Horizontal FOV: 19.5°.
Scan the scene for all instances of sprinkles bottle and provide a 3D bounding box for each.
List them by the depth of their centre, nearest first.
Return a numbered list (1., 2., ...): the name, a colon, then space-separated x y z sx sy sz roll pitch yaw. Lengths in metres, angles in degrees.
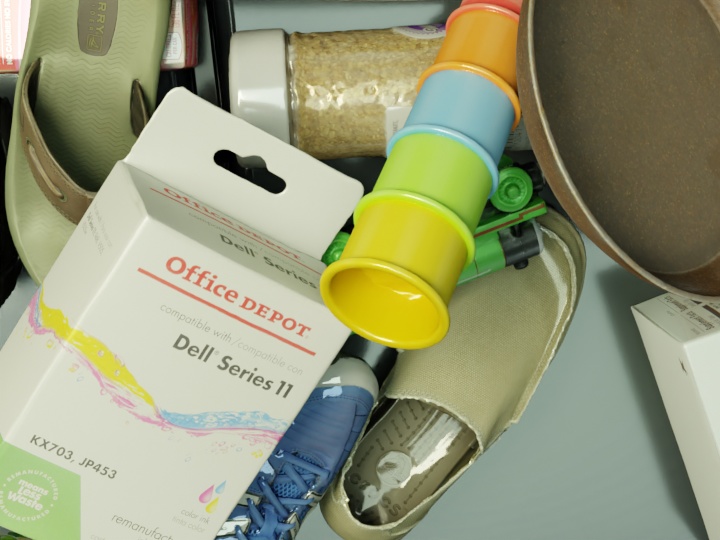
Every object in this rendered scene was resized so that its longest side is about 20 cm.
1. sprinkles bottle: 0.036 -0.089 1.031 0.199 0.068 0.069 -3 96 -1

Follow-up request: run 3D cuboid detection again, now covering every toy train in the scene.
1. toy train: 0.000 0.000 1.004 0.199 0.042 0.057 -20 109 -6

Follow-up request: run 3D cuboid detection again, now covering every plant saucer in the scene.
1. plant saucer: 0.139 -0.080 0.978 0.200 0.034 0.201 13 70 -39

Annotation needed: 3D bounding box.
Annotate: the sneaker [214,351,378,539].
1. sneaker: -0.052 0.120 1.018 0.075 0.077 0.200 18 122 -37

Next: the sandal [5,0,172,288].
1. sandal: -0.125 -0.063 0.951 0.079 0.057 0.202 2 117 -2

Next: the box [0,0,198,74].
1. box: -0.132 -0.195 1.003 0.102 0.095 0.201 -1 96 0

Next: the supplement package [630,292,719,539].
1. supplement package: 0.257 0.061 1.010 0.199 0.151 0.152 -19 96 0

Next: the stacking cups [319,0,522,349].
1. stacking cups: 0.043 -0.058 0.946 0.060 0.061 0.201 27 55 -4

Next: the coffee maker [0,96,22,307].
1. coffee maker: -0.270 -0.024 0.996 0.199 0.192 0.136 0 89 16

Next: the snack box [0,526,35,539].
1. snack box: -0.180 0.196 0.989 0.067 0.200 0.170 11 95 -2

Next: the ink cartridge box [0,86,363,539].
1. ink cartridge box: -0.084 0.033 0.935 0.117 0.067 0.200 26 105 -26

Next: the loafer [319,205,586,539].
1. loafer: 0.050 0.058 1.046 0.075 0.068 0.201 31 94 -4
